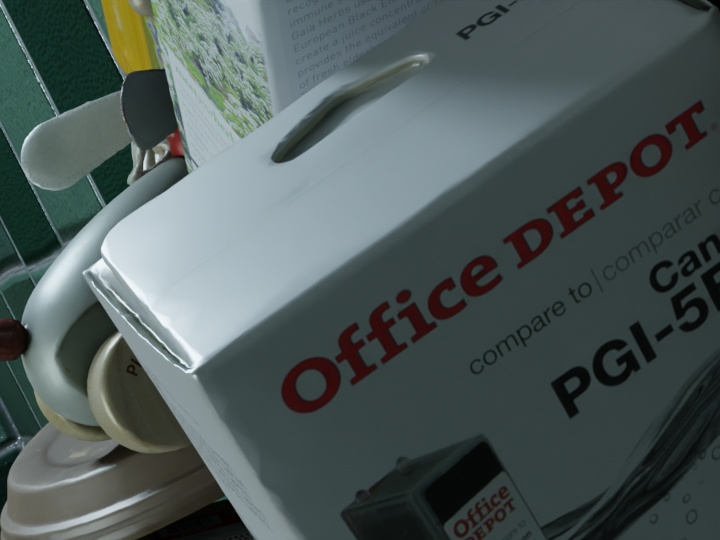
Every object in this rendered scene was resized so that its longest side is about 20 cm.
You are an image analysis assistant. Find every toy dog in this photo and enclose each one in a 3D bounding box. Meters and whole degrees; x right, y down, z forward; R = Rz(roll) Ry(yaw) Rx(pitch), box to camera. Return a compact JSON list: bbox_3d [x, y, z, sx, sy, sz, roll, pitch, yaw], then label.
[{"bbox_3d":[-0.099,-0.024,0.875,0.132,0.096,0.200,-41,40,51],"label":"toy dog"}]

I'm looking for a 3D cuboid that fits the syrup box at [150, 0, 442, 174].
[{"bbox_3d":[-0.009,-0.080,0.626,0.079,0.081,0.200,50,159,35],"label":"syrup box"}]

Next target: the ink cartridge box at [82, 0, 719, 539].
[{"bbox_3d":[0.049,0.045,0.561,0.200,0.147,0.083,59,171,-27],"label":"ink cartridge box"}]

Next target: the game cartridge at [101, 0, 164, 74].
[{"bbox_3d":[-0.071,-0.094,1.041,0.200,0.032,0.176,51,162,32],"label":"game cartridge"}]

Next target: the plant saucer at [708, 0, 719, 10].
[{"bbox_3d":[0.106,-0.068,0.494,0.200,0.032,0.200,56,165,23],"label":"plant saucer"}]

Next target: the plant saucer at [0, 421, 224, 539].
[{"bbox_3d":[-0.067,0.055,0.957,0.030,0.200,0.200,60,166,-12],"label":"plant saucer"}]

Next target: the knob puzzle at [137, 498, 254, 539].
[{"bbox_3d":[-0.009,0.108,0.859,0.220,0.219,0.031,-174,72,-72],"label":"knob puzzle"}]
